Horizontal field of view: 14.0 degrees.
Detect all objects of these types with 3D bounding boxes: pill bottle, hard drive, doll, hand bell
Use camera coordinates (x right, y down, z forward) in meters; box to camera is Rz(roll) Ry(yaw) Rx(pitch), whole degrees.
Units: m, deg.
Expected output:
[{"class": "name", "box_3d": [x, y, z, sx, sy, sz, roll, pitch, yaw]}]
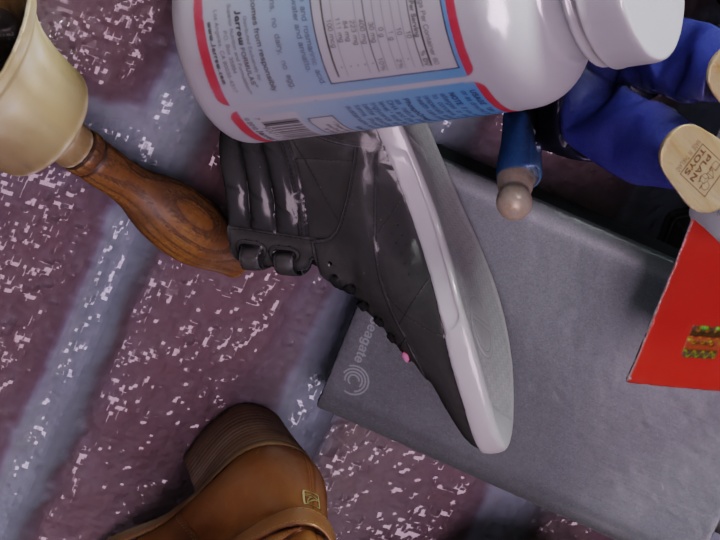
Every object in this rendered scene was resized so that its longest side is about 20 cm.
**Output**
[{"class": "pill bottle", "box_3d": [0.029, -0.117, 1.240, 0.200, 0.109, 0.109, -5, 122, 25]}, {"class": "hard drive", "box_3d": [0.095, 0.041, 1.394, 0.200, 0.033, 0.140, 24, 109, 5]}, {"class": "doll", "box_3d": [0.104, -0.078, 1.290, 0.048, 0.200, 0.137, 32, 90, -28]}, {"class": "hand bell", "box_3d": [-0.120, -0.050, 1.326, 0.104, 0.104, 0.200, -45, 131, 9]}]

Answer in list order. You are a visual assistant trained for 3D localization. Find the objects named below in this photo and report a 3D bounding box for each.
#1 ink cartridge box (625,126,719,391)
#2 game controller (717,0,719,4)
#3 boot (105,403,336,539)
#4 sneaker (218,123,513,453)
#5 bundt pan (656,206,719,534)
[{"class": "ink cartridge box", "box_3d": [0.233, -0.010, 1.318, 0.200, 0.044, 0.174, 6, 113, -32]}, {"class": "game controller", "box_3d": [0.224, -0.186, 1.246, 0.200, 0.042, 0.104, -38, 109, 4]}, {"class": "boot", "box_3d": [-0.075, 0.174, 1.392, 0.077, 0.155, 0.200, 32, 104, -26]}, {"class": "sneaker", "box_3d": [0.000, 0.000, 1.350, 0.099, 0.071, 0.200, -21, 94, 16]}, {"class": "bundt pan", "box_3d": [0.219, 0.053, 1.455, 0.201, 0.076, 0.202, -6, 118, -11]}]
